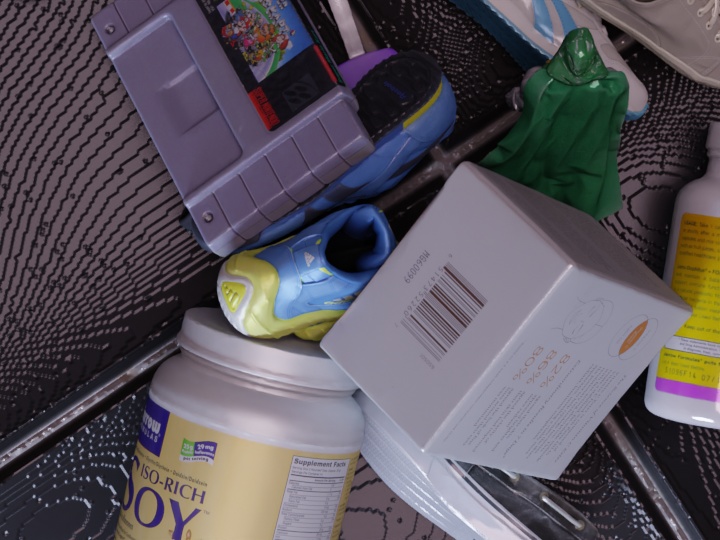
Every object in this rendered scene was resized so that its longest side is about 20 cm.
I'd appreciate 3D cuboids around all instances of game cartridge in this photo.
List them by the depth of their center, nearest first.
[{"bbox_3d":[-0.084,-0.124,1.599,0.129,0.038,0.201,-37,61,13],"label":"game cartridge"}]

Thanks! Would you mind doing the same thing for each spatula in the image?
[{"bbox_3d":[-0.015,-0.181,1.680,0.056,0.021,0.201,-21,93,-2],"label":"spatula"}]

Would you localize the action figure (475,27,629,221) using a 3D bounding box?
[{"bbox_3d":[0.130,-0.097,1.609,0.117,0.200,0.055,-2,65,-7],"label":"action figure"}]

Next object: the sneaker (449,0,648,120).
[{"bbox_3d":[0.126,-0.181,1.667,0.200,0.076,0.081,43,80,-9],"label":"sneaker"}]

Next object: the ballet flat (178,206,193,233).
[{"bbox_3d":[-0.086,-0.115,1.654,0.072,0.073,0.202,9,93,-5],"label":"ballet flat"}]

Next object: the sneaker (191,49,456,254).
[{"bbox_3d":[-0.018,-0.061,1.628,0.199,0.079,0.066,-36,54,-11],"label":"sneaker"}]

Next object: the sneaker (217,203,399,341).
[{"bbox_3d":[0.000,0.000,1.596,0.105,0.200,0.076,-24,85,33],"label":"sneaker"}]

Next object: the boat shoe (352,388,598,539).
[{"bbox_3d":[0.074,0.139,1.683,0.200,0.072,0.071,42,69,-7],"label":"boat shoe"}]

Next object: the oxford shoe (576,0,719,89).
[{"bbox_3d":[0.223,-0.176,1.657,0.199,0.058,0.076,25,63,-26],"label":"oxford shoe"}]

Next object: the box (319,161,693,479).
[{"bbox_3d":[0.096,0.036,1.582,0.106,0.200,0.153,44,102,27],"label":"box"}]

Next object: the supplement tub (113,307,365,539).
[{"bbox_3d":[-0.078,0.137,1.616,0.144,0.145,0.202,13,97,-5],"label":"supplement tub"}]

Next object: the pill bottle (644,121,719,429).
[{"bbox_3d":[0.256,0.005,1.669,0.103,0.104,0.202,9,92,-5],"label":"pill bottle"}]
